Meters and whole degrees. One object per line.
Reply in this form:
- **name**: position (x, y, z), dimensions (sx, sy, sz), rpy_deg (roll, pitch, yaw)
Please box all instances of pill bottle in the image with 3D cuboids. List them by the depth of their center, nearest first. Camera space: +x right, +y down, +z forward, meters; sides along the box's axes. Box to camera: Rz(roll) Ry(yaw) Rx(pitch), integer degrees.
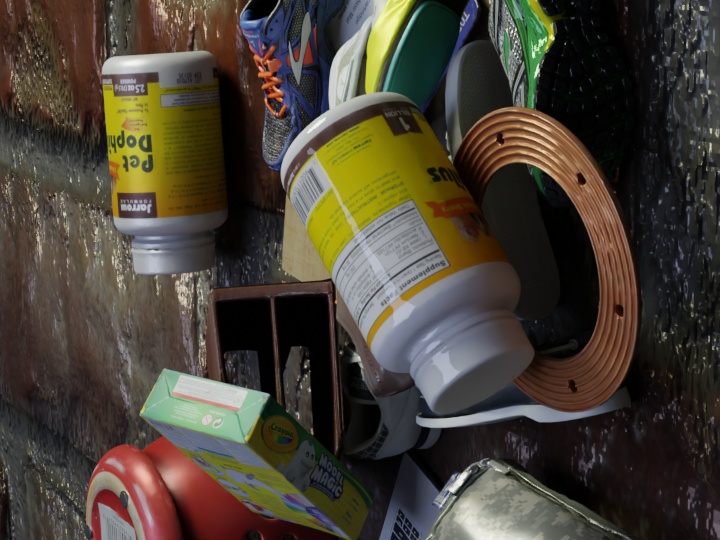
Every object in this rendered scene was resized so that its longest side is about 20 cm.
- **pill bottle**: position (0.034, -0.010, 1.079), dimensions (0.201, 0.108, 0.110), rpy_deg (61, 142, 22)
- **pill bottle**: position (-0.182, -0.102, 1.541), dimensions (0.109, 0.108, 0.203), rpy_deg (8, 104, 56)

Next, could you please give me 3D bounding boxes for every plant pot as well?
- **plant pot**: position (-0.146, 0.241, 1.515), dimensions (0.200, 0.181, 0.203), rpy_deg (25, 120, 53)

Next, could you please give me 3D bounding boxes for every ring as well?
- **ring**: position (0.119, -0.007, 1.062), dimensions (0.200, 0.019, 0.203), rpy_deg (37, 136, 47)

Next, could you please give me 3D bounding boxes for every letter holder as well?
- **letter holder**: position (-0.073, 0.103, 1.355), dimensions (0.200, 0.099, 0.144), rpy_deg (114, 151, -74)

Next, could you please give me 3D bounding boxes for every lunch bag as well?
- **lunch bag**: position (0.127, 0.238, 1.133), dimensions (0.199, 0.138, 0.170), rpy_deg (25, 100, 51)

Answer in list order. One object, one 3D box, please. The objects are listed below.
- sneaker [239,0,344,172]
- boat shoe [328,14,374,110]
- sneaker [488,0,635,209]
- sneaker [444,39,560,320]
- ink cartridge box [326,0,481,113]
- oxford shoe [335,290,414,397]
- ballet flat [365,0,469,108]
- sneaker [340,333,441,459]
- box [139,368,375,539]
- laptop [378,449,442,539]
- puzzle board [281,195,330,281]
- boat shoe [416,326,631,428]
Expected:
- **sneaker**: position (-0.062, -0.177, 1.277), dimensions (0.075, 0.078, 0.203), rpy_deg (18, 108, 53)
- **boat shoe**: position (0.012, -0.084, 1.191), dimensions (0.065, 0.073, 0.205), rpy_deg (125, 147, -69)
- **sneaker**: position (0.130, -0.142, 1.101), dimensions (0.085, 0.077, 0.203), rpy_deg (165, 102, -67)
- **sneaker**: position (0.074, -0.058, 1.196), dimensions (0.115, 0.073, 0.203), rpy_deg (-11, 89, 55)
- **ink cartridge box**: position (-0.003, -0.201, 1.294), dimensions (0.201, 0.040, 0.201), rpy_deg (60, 137, 32)
- **oxford shoe**: position (0.000, 0.000, 1.242), dimensions (0.073, 0.071, 0.202), rpy_deg (-39, 56, 35)
- **ballet flat**: position (0.047, -0.200, 1.162), dimensions (0.067, 0.067, 0.202), rpy_deg (31, 96, 37)
- **sneaker**: position (0.025, 0.052, 1.294), dimensions (0.076, 0.080, 0.203), rpy_deg (19, 111, 56)
- **box**: position (-0.071, 0.153, 1.287), dimensions (0.116, 0.200, 0.049), rpy_deg (10, 62, 37)
- **laptop**: position (0.023, 0.289, 1.317), dimensions (0.187, 0.115, 0.202), rpy_deg (47, 134, 41)
- **puzzle board**: position (-0.016, -0.071, 1.388), dimensions (0.150, 0.017, 0.203), rpy_deg (31, 123, 50)
- **boat shoe**: position (0.112, 0.078, 1.175), dimensions (0.199, 0.075, 0.061), rpy_deg (-12, 88, 46)
